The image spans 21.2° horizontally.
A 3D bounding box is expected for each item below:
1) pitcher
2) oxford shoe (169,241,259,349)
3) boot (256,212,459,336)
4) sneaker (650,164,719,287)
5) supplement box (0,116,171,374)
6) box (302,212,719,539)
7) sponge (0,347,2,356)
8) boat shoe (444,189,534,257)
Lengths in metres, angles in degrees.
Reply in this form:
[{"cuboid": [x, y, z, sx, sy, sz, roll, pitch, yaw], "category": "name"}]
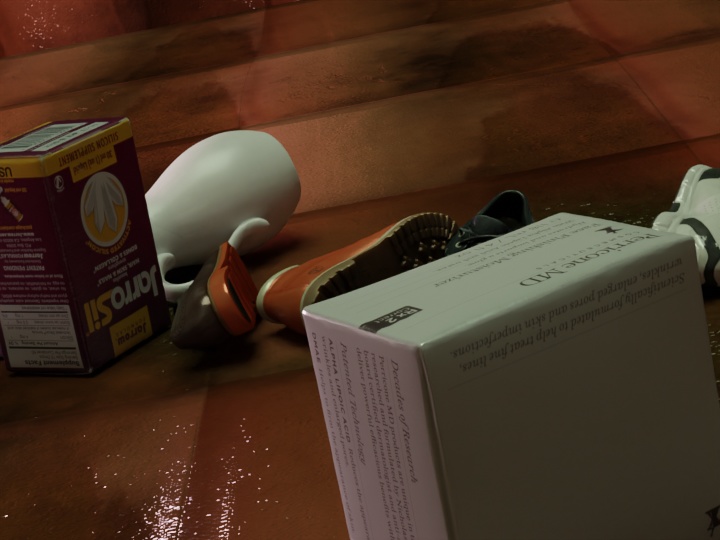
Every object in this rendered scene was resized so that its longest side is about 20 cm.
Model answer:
[{"cuboid": [-0.147, -0.048, 1.913, 0.199, 0.122, 0.171, -30, 44, -23], "category": "pitcher"}, {"cuboid": [-0.134, 0.025, 1.718, 0.072, 0.071, 0.200, -29, 6, 6], "category": "oxford shoe"}, {"cuboid": [0.000, 0.000, 1.709, 0.199, 0.076, 0.107, -25, 17, -36], "category": "boot"}, {"cuboid": [0.298, -0.031, 1.643, 0.080, 0.074, 0.200, 11, 28, 18], "category": "sneaker"}, {"cuboid": [-0.262, -0.023, 1.721, 0.103, 0.201, 0.131, 0, 20, 31], "category": "supplement box"}, {"cuboid": [0.095, 0.092, 1.114, 0.198, 0.201, 0.130, -20, 18, -28], "category": "box"}, {"cuboid": [-0.401, 0.068, 1.814, 0.199, 0.030, 0.112, -13, 17, -5], "category": "sponge"}, {"cuboid": [0.111, -0.020, 1.690, 0.074, 0.067, 0.199, 13, 24, 22], "category": "boat shoe"}]
